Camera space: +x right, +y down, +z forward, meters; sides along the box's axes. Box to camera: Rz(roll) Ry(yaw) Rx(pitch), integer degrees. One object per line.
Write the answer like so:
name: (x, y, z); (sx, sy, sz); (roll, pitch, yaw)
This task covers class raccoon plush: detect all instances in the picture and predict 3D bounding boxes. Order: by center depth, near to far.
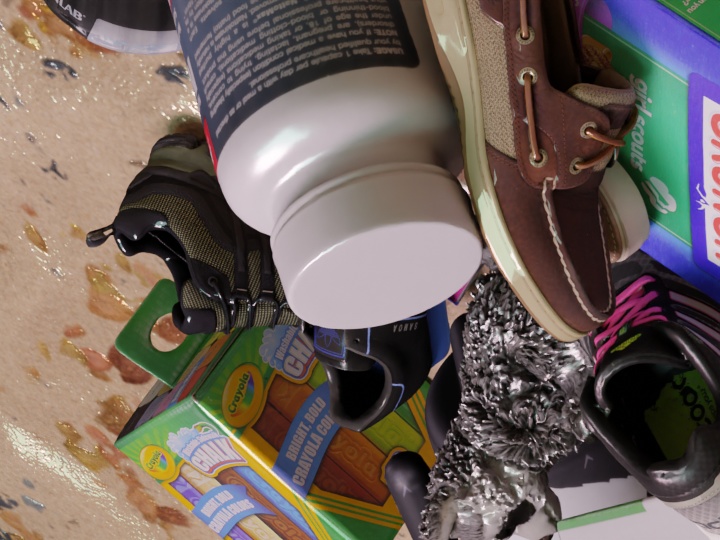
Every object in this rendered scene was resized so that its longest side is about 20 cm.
raccoon plush: (0.059, 0.047, 1.306); (0.134, 0.097, 0.200); (-32, 76, 17)

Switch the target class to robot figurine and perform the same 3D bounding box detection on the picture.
robot figurine: (0.108, 0.108, 1.421); (0.150, 0.125, 0.200); (13, 141, 32)

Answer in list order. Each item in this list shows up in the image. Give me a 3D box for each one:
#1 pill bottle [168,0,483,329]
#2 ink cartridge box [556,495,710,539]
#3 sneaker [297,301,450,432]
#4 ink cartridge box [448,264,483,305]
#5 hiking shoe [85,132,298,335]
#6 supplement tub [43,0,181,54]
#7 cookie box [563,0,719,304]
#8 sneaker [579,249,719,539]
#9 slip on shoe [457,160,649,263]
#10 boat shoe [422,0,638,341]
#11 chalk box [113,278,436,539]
pill bottle: (-0.015, -0.081, 1.138); (0.120, 0.119, 0.201); (108, 150, -57)
ink cartridge box: (0.225, 0.141, 1.281); (0.146, 0.199, 0.084); (-23, 77, 55)
sneaker: (0.000, 0.000, 1.360); (0.070, 0.078, 0.200); (15, 137, 33)
ink cartridge box: (0.037, -0.043, 1.382); (0.095, 0.037, 0.200); (34, 150, 4)
hiking shoe: (-0.062, 0.011, 1.476); (0.200, 0.101, 0.076); (34, 158, 7)
supplement tub: (-0.096, -0.207, 1.211); (0.122, 0.123, 0.200); (31, 148, 8)
cookie box: (0.155, -0.079, 1.140); (0.200, 0.075, 0.171); (36, 152, 28)
sneaker: (0.138, 0.042, 1.172); (0.074, 0.200, 0.087); (-39, 137, 18)
slip on shoe: (0.050, -0.051, 1.197); (0.200, 0.061, 0.076); (35, 152, 34)
boat shoe: (0.086, -0.067, 1.092); (0.072, 0.072, 0.201); (-11, 101, 26)
chalk box: (-0.059, 0.086, 1.554); (0.200, 0.125, 0.124); (42, 148, -12)
